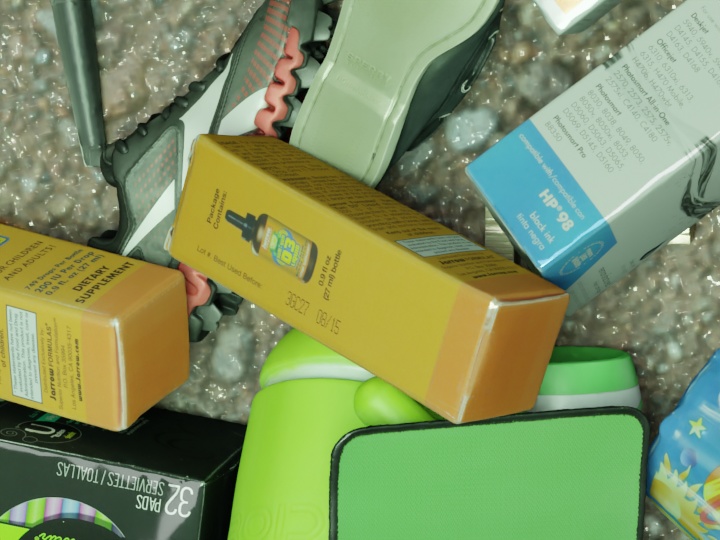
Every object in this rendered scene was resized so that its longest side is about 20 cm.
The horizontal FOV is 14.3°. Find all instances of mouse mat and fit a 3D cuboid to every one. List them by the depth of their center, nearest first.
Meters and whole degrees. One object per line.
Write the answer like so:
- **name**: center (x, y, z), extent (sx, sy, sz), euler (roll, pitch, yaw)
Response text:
- **mouse mat**: center (0.060, 0.163, 1.386), extent (0.160, 0.008, 0.201), euler (-3, 109, -15)

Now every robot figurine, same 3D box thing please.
- **robot figurine**: center (-0.004, 0.108, 1.442), extent (0.115, 0.176, 0.201), euler (13, 68, -10)

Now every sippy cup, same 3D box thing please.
- **sippy cup**: center (0.214, 0.104, 1.417), extent (0.130, 0.178, 0.140), euler (34, 130, 18)

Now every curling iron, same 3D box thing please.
- **curling iron**: center (-0.146, -0.155, 1.516), extent (0.049, 0.026, 0.201), euler (1, 96, 15)

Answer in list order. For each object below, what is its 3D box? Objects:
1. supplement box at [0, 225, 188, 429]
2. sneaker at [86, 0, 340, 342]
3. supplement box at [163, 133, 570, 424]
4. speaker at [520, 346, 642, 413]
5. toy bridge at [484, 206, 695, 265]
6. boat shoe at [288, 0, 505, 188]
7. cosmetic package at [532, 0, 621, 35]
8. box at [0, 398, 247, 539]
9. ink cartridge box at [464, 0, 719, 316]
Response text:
- **supplement box**: center (-0.189, 0.019, 1.483), extent (0.199, 0.067, 0.069), euler (12, 120, 27)
- **sneaker**: center (-0.080, -0.068, 1.487), extent (0.098, 0.071, 0.201), euler (26, 102, 6)
- **supplement box**: center (0.000, 0.000, 1.376), extent (0.200, 0.069, 0.067), euler (29, 112, 31)
- **speaker**: center (0.103, 0.142, 1.461), extent (0.088, 0.088, 0.201), euler (0, 95, 12)
- **toy bridge**: center (0.073, -0.020, 1.481), extent (0.199, 0.027, 0.068), euler (1, 96, 11)
- **boat shoe**: center (0.034, -0.121, 1.420), extent (0.074, 0.066, 0.200), euler (33, 117, 17)
- **cosmetic package**: center (0.151, -0.216, 1.423), extent (0.200, 0.071, 0.102), euler (-39, 87, 13)
- **box**: center (-0.168, 0.146, 1.497), extent (0.199, 0.124, 0.149), euler (10, 101, 10)
- **ink cartridge box**: center (0.155, -0.071, 1.392), extent (0.200, 0.116, 0.067), euler (-37, 74, 2)
